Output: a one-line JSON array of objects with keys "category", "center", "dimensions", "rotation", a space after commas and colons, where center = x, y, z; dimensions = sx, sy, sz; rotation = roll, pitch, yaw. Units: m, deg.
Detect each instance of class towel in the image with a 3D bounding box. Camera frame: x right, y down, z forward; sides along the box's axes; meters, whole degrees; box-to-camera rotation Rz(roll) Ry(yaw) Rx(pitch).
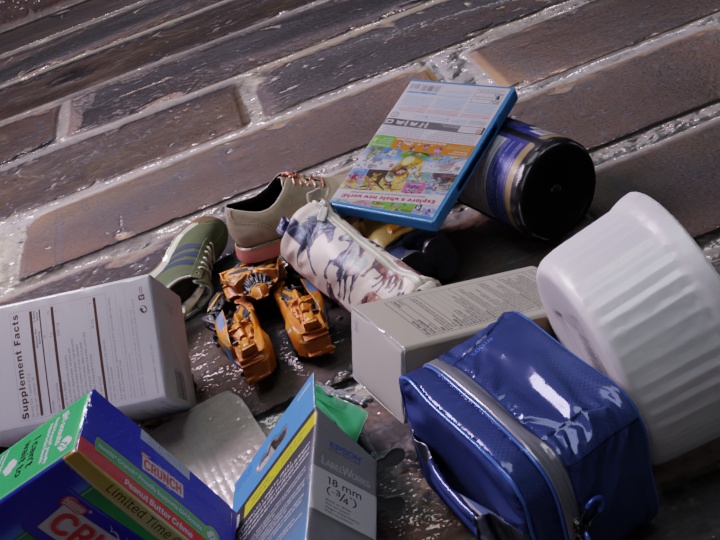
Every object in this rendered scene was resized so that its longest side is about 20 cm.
[{"category": "towel", "center": [-0.138, 0.191, 0.981], "dimensions": [0.131, 0.035, 0.200], "rotation": [-28, 32, -11]}]

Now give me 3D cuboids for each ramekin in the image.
[{"category": "ramekin", "center": [0.219, 0.051, 0.838], "dimensions": [0.097, 0.202, 0.201], "rotation": [-29, 31, -1]}]

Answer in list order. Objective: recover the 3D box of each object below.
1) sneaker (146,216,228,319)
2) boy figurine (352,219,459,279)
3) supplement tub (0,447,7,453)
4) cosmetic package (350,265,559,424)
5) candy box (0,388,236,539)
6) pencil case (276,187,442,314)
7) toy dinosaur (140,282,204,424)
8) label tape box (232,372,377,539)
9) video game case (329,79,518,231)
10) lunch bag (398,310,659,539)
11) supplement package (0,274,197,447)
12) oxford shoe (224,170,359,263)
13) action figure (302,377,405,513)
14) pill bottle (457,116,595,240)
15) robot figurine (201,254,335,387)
[{"category": "sneaker", "center": [-0.201, 0.012, 1.279], "dimensions": [0.089, 0.068, 0.200], "rotation": [13, 43, 32]}, {"category": "boy figurine", "center": [0.042, -0.044, 1.221], "dimensions": [0.123, 0.065, 0.200], "rotation": [-31, 34, -6]}, {"category": "supplement tub", "center": [-0.424, 0.121, 1.189], "dimensions": [0.105, 0.108, 0.201], "rotation": [-22, 30, -4]}, {"category": "cosmetic package", "center": [0.099, 0.061, 0.951], "dimensions": [0.197, 0.072, 0.105], "rotation": [-11, 24, -23]}, {"category": "candy box", "center": [-0.219, 0.209, 0.812], "dimensions": [0.199, 0.169, 0.077], "rotation": [-35, 29, 14]}, {"category": "pencil case", "center": [0.000, 0.000, 1.109], "dimensions": [0.077, 0.091, 0.199], "rotation": [-28, 48, -31]}, {"category": "toy dinosaur", "center": [-0.224, 0.105, 1.131], "dimensions": [0.199, 0.048, 0.088], "rotation": [-40, 65, -3]}, {"category": "label tape box", "center": [-0.047, 0.198, 0.808], "dimensions": [0.145, 0.063, 0.201], "rotation": [-54, 18, 28]}, {"category": "video game case", "center": [0.070, -0.131, 1.182], "dimensions": [0.141, 0.018, 0.201], "rotation": [12, 57, 36]}, {"category": "lunch bag", "center": [0.119, 0.142, 0.805], "dimensions": [0.131, 0.137, 0.200], "rotation": [-29, 33, -15]}, {"category": "supplement package", "center": [-0.274, 0.092, 1.045], "dimensions": [0.196, 0.122, 0.121], "rotation": [-12, -13, 4]}, {"category": "oxford shoe", "center": [-0.058, -0.080, 1.211], "dimensions": [0.198, 0.076, 0.070], "rotation": [-27, 30, -11]}, {"category": "action figure", "center": [-0.017, 0.144, 0.937], "dimensions": [0.054, 0.120, 0.200], "rotation": [-4, 16, -21]}, {"category": "pill bottle", "center": [0.161, -0.115, 1.214], "dimensions": [0.111, 0.113, 0.199], "rotation": [-30, 32, -18]}, {"category": "robot figurine", "center": [-0.099, 0.043, 1.167], "dimensions": [0.143, 0.059, 0.200], "rotation": [-22, 30, -8]}]
